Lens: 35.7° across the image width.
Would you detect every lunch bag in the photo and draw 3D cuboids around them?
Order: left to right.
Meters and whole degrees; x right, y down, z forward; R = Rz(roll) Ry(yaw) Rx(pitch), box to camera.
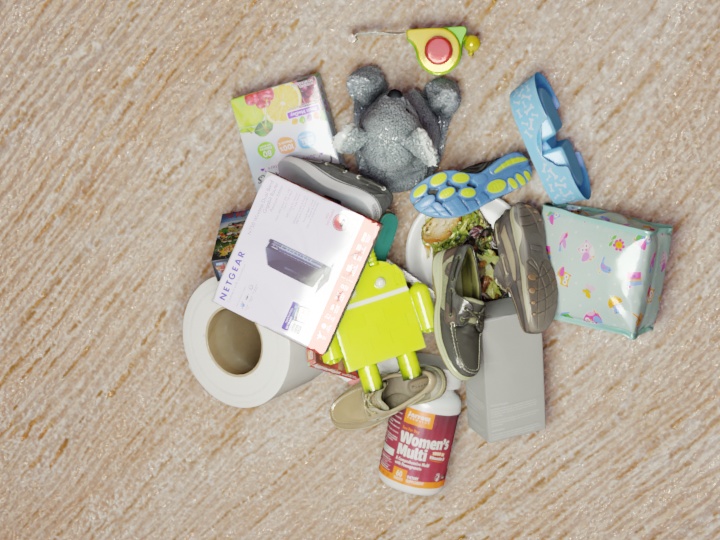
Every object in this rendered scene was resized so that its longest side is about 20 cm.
[{"bbox_3d":[0.346,-0.005,1.665,0.198,0.121,0.173,15,106,35],"label":"lunch bag"}]

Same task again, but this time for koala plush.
[{"bbox_3d":[0.050,-0.194,1.626,0.175,0.200,0.186,9,103,5],"label":"koala plush"}]

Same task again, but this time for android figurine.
[{"bbox_3d":[0.020,0.070,1.622,0.180,0.041,0.203,-15,87,-8],"label":"android figurine"}]

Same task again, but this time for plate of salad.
[{"bbox_3d":[0.166,-0.022,1.724,0.197,0.048,0.203,1,101,7],"label":"plate of salad"}]

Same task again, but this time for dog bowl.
[{"bbox_3d":[0.278,-0.190,1.648,0.049,0.111,0.202,-21,99,25],"label":"dog bowl"}]

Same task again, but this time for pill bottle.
[{"bbox_3d":[0.098,0.239,1.751,0.108,0.110,0.203,12,99,5],"label":"pill bottle"}]

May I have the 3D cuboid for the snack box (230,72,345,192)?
[{"bbox_3d":[-0.104,-0.187,1.721,0.140,0.053,0.203,-13,102,11],"label":"snack box"}]

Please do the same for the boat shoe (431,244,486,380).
[{"bbox_3d":[0.148,0.055,1.615,0.066,0.071,0.203,-30,56,43],"label":"boat shoe"}]

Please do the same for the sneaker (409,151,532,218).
[{"bbox_3d":[0.162,-0.119,1.656,0.198,0.083,0.072,-20,86,-23],"label":"sneaker"}]

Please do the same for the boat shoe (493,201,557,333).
[{"bbox_3d":[0.240,0.002,1.654,0.073,0.074,0.203,-26,59,45],"label":"boat shoe"}]

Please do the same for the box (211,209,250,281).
[{"bbox_3d":[-0.115,-0.050,1.661,0.197,0.137,0.038,-9,122,6],"label":"box"}]

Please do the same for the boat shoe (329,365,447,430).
[{"bbox_3d":[0.032,0.190,1.687,0.198,0.065,0.073,-20,75,23],"label":"boat shoe"}]

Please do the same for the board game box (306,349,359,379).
[{"bbox_3d":[-0.047,0.058,1.681,0.019,0.102,0.203,-27,58,36],"label":"board game box"}]

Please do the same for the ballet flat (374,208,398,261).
[{"bbox_3d":[0.000,0.000,1.690,0.067,0.068,0.202,16,82,44],"label":"ballet flat"}]

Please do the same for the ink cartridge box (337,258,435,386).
[{"bbox_3d":[0.036,0.087,1.751,0.116,0.067,0.201,33,104,3],"label":"ink cartridge box"}]

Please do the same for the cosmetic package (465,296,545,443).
[{"bbox_3d":[0.219,0.149,1.707,0.105,0.090,0.203,-9,104,-18],"label":"cosmetic package"}]

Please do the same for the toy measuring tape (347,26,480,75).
[{"bbox_3d":[0.080,-0.324,1.664,0.197,0.074,0.075,-2,101,8],"label":"toy measuring tape"}]

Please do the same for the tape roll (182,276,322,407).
[{"bbox_3d":[-0.154,0.095,1.710,0.200,0.139,0.206,6,102,28],"label":"tape roll"}]

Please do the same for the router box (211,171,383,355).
[{"bbox_3d":[-0.088,-0.010,1.567,0.178,0.049,0.202,24,95,5],"label":"router box"}]

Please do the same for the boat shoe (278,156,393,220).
[{"bbox_3d":[-0.035,-0.129,1.648,0.199,0.066,0.071,24,138,36],"label":"boat shoe"}]
